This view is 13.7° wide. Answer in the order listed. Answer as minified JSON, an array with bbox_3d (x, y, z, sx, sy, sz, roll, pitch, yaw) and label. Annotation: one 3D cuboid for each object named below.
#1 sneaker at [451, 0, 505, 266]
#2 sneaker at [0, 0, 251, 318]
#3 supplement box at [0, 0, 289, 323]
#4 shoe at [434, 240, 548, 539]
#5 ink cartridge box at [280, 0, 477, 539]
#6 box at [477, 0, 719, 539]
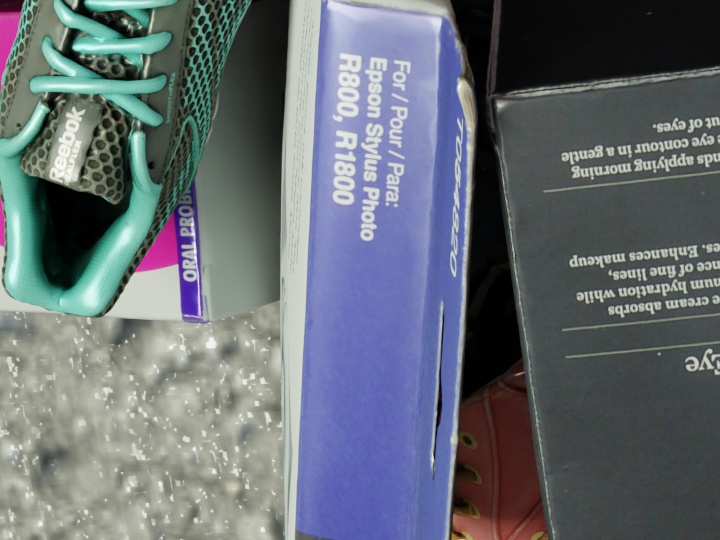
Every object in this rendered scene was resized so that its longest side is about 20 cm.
[{"bbox_3d":[0.042,-0.086,0.917,0.070,0.082,0.201,13,106,32],"label":"sneaker"},{"bbox_3d":[-0.064,-0.063,0.831,0.077,0.091,0.200,12,137,0],"label":"sneaker"},{"bbox_3d":[-0.105,-0.043,1.016,0.200,0.103,0.102,2,102,36],"label":"supplement box"},{"bbox_3d":[0.045,0.057,0.927,0.200,0.091,0.072,-47,30,28],"label":"shoe"},{"bbox_3d":[0.000,0.000,0.834,0.040,0.200,0.200,1,114,-4],"label":"ink cartridge box"},{"bbox_3d":[0.142,0.011,0.785,0.199,0.104,0.183,-6,111,7],"label":"box"}]
